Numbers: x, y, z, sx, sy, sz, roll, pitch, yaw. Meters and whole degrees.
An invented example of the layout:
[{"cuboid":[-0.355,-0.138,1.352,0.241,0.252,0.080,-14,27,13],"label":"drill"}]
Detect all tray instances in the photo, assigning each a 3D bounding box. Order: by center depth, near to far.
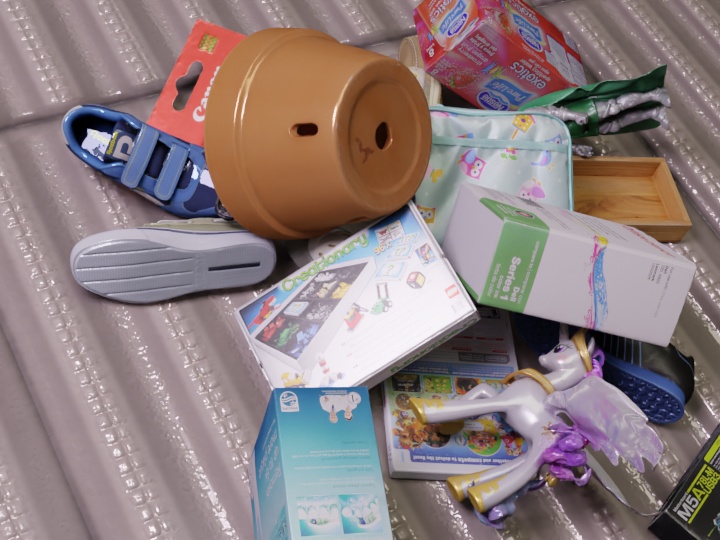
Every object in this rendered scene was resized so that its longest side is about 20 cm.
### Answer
[{"cuboid":[0.266,-0.081,1.304,0.197,0.037,0.100,-1,55,-17],"label":"tray"}]

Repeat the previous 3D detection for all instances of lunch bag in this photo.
[{"cuboid":[0.120,-0.090,1.193,0.196,0.077,0.163,2,86,-7],"label":"lunch bag"}]

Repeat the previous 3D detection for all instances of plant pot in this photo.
[{"cuboid":[-0.026,-0.125,1.069,0.139,0.202,0.200,7,38,41],"label":"plant pot"}]

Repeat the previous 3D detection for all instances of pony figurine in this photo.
[{"cuboid":[0.170,0.145,1.029,0.198,0.168,0.194,-26,56,-14],"label":"pony figurine"}]

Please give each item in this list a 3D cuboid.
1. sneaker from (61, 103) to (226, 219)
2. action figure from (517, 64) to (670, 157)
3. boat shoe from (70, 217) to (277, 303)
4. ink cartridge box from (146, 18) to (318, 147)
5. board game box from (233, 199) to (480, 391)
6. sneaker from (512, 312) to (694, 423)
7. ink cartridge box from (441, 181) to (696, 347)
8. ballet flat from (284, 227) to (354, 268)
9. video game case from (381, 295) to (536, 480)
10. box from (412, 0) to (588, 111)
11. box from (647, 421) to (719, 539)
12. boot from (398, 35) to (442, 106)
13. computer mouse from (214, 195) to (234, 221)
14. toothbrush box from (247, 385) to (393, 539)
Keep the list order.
[{"cuboid":[-0.209,-0.107,1.135,0.197,0.082,0.075,22,88,5],"label":"sneaker"},{"cuboid":[0.244,-0.167,1.292,0.197,0.119,0.055,-10,58,8],"label":"action figure"},{"cuboid":[-0.180,-0.015,1.108,0.197,0.073,0.062,-1,30,-22],"label":"boat shoe"},{"cuboid":[-0.115,-0.179,1.202,0.197,0.050,0.164,21,73,7],"label":"ink cartridge box"},{"cuboid":[-0.005,0.041,1.061,0.198,0.035,0.127,-31,68,4],"label":"board game box"},{"cuboid":[0.249,0.073,1.169,0.199,0.070,0.078,34,47,2],"label":"sneaker"},{"cuboid":[0.192,-0.007,1.090,0.197,0.085,0.145,13,14,-15],"label":"ink cartridge box"},{"cuboid":[0.000,0.000,1.127,0.067,0.064,0.200,-35,62,-24],"label":"ballet flat"},{"cuboid":[0.088,0.109,1.121,0.141,0.018,0.202,5,53,-14],"label":"video game case"},{"cuboid":[0.161,-0.241,1.301,0.199,0.095,0.101,25,43,-38],"label":"box"},{"cuboid":[0.403,0.237,1.106,0.192,0.048,0.200,37,54,15],"label":"box"},{"cuboid":[0.011,-0.190,1.284,0.152,0.072,0.203,6,57,-11],"label":"boot"},{"cuboid":[-0.097,-0.137,1.131,0.058,0.034,0.202,16,63,2],"label":"computer mouse"},{"cuboid":[-0.032,0.216,0.923,0.084,0.147,0.202,0,56,-16],"label":"toothbrush box"}]
